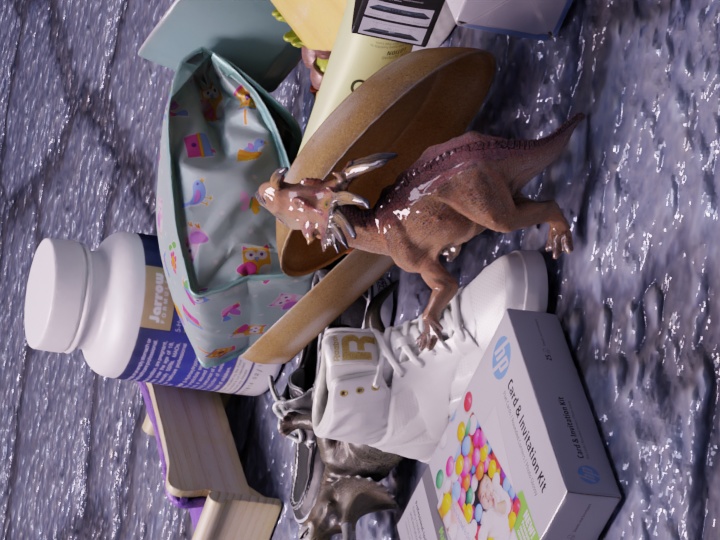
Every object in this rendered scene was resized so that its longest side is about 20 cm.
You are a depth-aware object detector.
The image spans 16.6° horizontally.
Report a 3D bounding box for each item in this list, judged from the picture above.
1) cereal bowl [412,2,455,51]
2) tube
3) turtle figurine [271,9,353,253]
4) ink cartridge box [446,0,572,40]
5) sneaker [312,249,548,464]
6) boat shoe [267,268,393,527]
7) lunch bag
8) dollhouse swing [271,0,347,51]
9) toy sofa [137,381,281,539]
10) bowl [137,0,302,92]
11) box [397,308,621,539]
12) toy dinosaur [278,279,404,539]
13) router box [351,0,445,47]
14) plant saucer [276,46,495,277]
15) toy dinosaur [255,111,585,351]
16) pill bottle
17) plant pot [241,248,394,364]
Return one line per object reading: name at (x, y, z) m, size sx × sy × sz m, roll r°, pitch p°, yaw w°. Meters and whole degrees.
cereal bowl at (0.021, -0.260, 1.796) m, size 0.200 × 0.083 × 0.202 m, roll -172°, pitch 90°, yaw -70°
tube at (0.004, -0.131, 1.656) m, size 0.052 × 0.058 × 0.201 m, roll -77°, pitch 6°, yaw -47°
turtle figurine at (-0.016, -0.115, 1.825) m, size 0.201 × 0.064 × 0.162 m, roll -91°, pitch -13°, yaw -57°
ink cartridge box at (0.094, -0.264, 1.613) m, size 0.201 × 0.076 × 0.137 m, roll -111°, pitch 37°, yaw -48°
sneaker at (0.036, 0.055, 1.593) m, size 0.200 × 0.115 × 0.074 m, roll 121°, pitch 151°, yaw -42°
boat shoe at (-0.032, 0.096, 1.816) m, size 0.074 × 0.068 × 0.201 m, roll -127°, pitch 49°, yaw -62°
lunch bag at (-0.100, -0.051, 1.893) m, size 0.171 × 0.121 × 0.201 m, roll 95°, pitch 161°, yaw -67°
dollhouse swing at (-0.006, -0.285, 1.716) m, size 0.182 × 0.176 × 0.200 m, roll -44°, pitch -7°, yaw -46°
toy sofa at (-0.138, 0.159, 2.030) m, size 0.200 × 0.097 × 0.083 m, roll -113°, pitch 37°, yaw -52°
bowl at (-0.075, -0.215, 1.934) m, size 0.201 × 0.105 × 0.201 m, roll -50°, pitch 5°, yaw 6°
box at (0.088, 0.150, 1.527) m, size 0.157 × 0.041 × 0.201 m, roll -105°, pitch 32°, yaw -46°
toy dinosaur at (0.008, 0.100, 1.720) m, size 0.102 × 0.077 × 0.201 m, roll 35°, pitch 109°, yaw 25°
router box at (0.042, -0.263, 1.501) m, size 0.157 × 0.052 × 0.202 m, roll 113°, pitch 165°, yaw -65°
plant saucer at (0.008, -0.081, 1.633) m, size 0.035 × 0.200 × 0.201 m, roll 44°, pitch 136°, yaw 14°
toy dinosaur at (0.047, -0.047, 1.510) m, size 0.199 × 0.136 × 0.086 m, roll -32°, pitch 37°, yaw 10°
pill bottle at (-0.166, 0.032, 2.005) m, size 0.120 × 0.198 × 0.121 m, roll -172°, pitch 90°, yaw -69°
plant pot at (0.000, 0.000, 1.681) m, size 0.200 × 0.028 × 0.200 m, roll -43°, pitch 1°, yaw 0°
